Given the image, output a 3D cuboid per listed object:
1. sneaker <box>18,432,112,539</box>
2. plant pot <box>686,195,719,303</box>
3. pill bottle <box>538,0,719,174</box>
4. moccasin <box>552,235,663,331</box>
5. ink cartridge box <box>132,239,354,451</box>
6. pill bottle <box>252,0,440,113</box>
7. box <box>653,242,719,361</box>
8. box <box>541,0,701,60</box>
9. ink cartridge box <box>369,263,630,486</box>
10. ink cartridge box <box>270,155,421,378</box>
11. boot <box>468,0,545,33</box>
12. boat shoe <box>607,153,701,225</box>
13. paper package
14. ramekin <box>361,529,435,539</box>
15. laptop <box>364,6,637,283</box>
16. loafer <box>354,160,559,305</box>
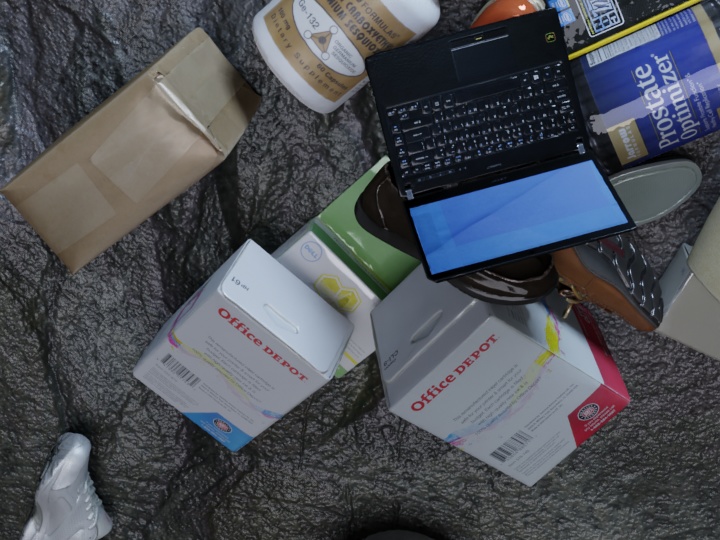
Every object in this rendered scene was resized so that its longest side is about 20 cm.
[{"bbox_3d":[-0.333,0.270,1.384,0.099,0.078,0.201,19,126,-10],"label":"sneaker"},{"bbox_3d":[0.397,-0.046,1.063,0.187,0.188,0.200,40,108,-13],"label":"plant pot"},{"bbox_3d":[0.251,-0.156,1.079,0.199,0.112,0.112,-23,111,15],"label":"pill bottle"},{"bbox_3d":[0.212,-0.001,1.126,0.201,0.074,0.078,29,141,-27],"label":"moccasin"},{"bbox_3d":[-0.122,0.081,1.219,0.144,0.085,0.200,39,136,-11],"label":"ink cartridge box"},{"bbox_3d":[0.008,-0.245,1.064,0.200,0.115,0.114,-37,107,21],"label":"pill bottle"},{"bbox_3d":[0.396,0.056,1.190,0.199,0.068,0.083,26,116,-6],"label":"box"},{"bbox_3d":[0.208,-0.308,1.048,0.159,0.049,0.201,-21,112,18],"label":"box"},{"bbox_3d":[0.132,0.085,1.164,0.199,0.145,0.145,31,117,-30],"label":"ink cartridge box"},{"bbox_3d":[0.000,0.000,1.222,0.200,0.048,0.146,-39,105,24],"label":"ink cartridge box"},{"bbox_3d":[0.102,-0.162,1.079,0.075,0.107,0.201,34,124,6],"label":"boot"},{"bbox_3d":[0.229,-0.074,1.151,0.199,0.061,0.076,-19,132,13],"label":"boat shoe"},{"bbox_3d":[-0.208,-0.117,1.109,0.199,0.191,0.104,-34,105,20],"label":"paper package"},{"bbox_3d":[0.043,0.395,1.354,0.198,0.105,0.202,5,106,18],"label":"ramekin"},{"bbox_3d":[0.113,-0.110,0.990,0.176,0.103,0.202,-14,93,-1],"label":"laptop"},{"bbox_3d":[0.088,-0.036,1.057,0.199,0.073,0.072,25,135,9],"label":"loafer"}]
